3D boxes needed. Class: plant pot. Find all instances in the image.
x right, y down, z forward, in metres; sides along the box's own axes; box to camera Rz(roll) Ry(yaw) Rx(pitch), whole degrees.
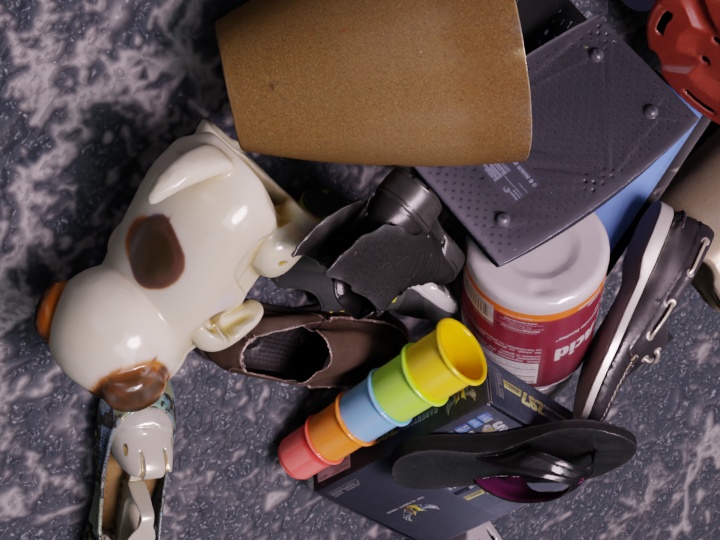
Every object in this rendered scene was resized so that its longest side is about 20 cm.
[{"bbox_3d":[0.003,-0.151,1.005,0.199,0.187,0.187,-11,120,-2],"label":"plant pot"},{"bbox_3d":[0.365,-0.063,1.281,0.183,0.201,0.201,-36,127,3],"label":"plant pot"},{"bbox_3d":[0.347,-0.226,1.146,0.195,0.200,0.201,-47,128,-19],"label":"plant pot"}]

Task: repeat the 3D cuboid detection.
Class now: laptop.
[{"bbox_3d":[0.174,-0.117,1.174,0.178,0.103,0.200,-57,142,3],"label":"laptop"}]

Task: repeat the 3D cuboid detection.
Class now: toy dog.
[{"bbox_3d":[-0.132,0.008,1.003,0.139,0.194,0.200,42,94,5],"label":"toy dog"}]

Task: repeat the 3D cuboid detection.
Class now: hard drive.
[{"bbox_3d":[0.147,-0.097,1.101,0.200,0.135,0.042,-36,160,-12],"label":"hard drive"}]

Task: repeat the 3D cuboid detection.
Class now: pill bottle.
[{"bbox_3d":[0.141,0.029,1.180,0.114,0.114,0.200,-31,153,-15],"label":"pill bottle"}]

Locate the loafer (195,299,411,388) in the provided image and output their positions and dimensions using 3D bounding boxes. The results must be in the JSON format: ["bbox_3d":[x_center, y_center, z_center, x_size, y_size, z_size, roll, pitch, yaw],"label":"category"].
[{"bbox_3d":[-0.037,0.070,1.158,0.199,0.071,0.073,3,111,-32],"label":"loafer"}]

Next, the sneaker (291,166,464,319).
[{"bbox_3d":[0.017,-0.007,1.039,0.104,0.060,0.200,-52,158,-10],"label":"sneaker"}]

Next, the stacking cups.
[{"bbox_3d":[0.011,0.109,1.167,0.200,0.061,0.060,-34,135,32],"label":"stacking cups"}]

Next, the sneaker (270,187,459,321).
[{"bbox_3d":[0.000,0.000,1.160,0.085,0.075,0.200,-42,133,20],"label":"sneaker"}]

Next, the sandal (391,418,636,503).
[{"bbox_3d":[0.125,0.164,1.146,0.200,0.048,0.075,-6,140,3],"label":"sandal"}]

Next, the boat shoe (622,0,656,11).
[{"bbox_3d":[0.229,-0.309,1.146,0.066,0.070,0.200,-40,126,-24],"label":"boat shoe"}]

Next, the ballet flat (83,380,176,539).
[{"bbox_3d":[-0.175,0.165,1.123,0.074,0.074,0.201,-4,114,-30],"label":"ballet flat"}]

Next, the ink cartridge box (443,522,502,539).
[{"bbox_3d":[0.098,0.314,1.299,0.068,0.200,0.116,-25,115,18],"label":"ink cartridge box"}]

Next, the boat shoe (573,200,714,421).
[{"bbox_3d":[0.238,0.043,1.195,0.060,0.074,0.201,23,85,-5],"label":"boat shoe"}]

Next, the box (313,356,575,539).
[{"bbox_3d":[0.082,0.163,1.223,0.200,0.051,0.158,-30,136,31],"label":"box"}]
